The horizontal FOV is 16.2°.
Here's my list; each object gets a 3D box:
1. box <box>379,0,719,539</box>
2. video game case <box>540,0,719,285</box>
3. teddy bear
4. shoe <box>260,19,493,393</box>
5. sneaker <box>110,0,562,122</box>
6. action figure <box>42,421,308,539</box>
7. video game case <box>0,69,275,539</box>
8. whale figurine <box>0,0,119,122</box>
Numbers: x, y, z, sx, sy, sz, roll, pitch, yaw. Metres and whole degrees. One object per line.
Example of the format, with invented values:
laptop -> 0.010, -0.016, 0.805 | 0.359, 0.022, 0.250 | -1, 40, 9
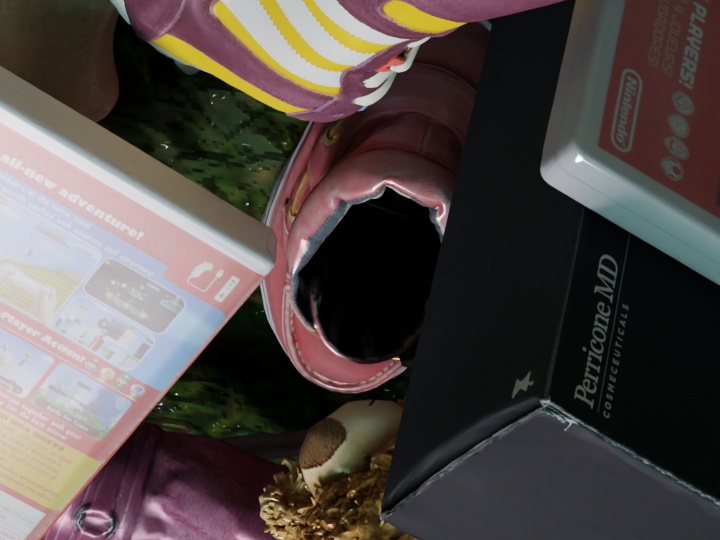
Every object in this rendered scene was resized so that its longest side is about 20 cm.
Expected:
box -> 0.098, 0.001, 0.679 | 0.141, 0.201, 0.079 | 31, 140, -20
video game case -> 0.142, -0.035, 0.666 | 0.199, 0.144, 0.017 | 29, 142, -19
teddy bear -> 0.036, 0.051, 0.794 | 0.144, 0.199, 0.067 | -12, 103, 48
shoe -> 0.000, 0.000, 0.800 | 0.071, 0.091, 0.201 | 16, 143, -2
sneaker -> 0.006, -0.084, 0.679 | 0.199, 0.075, 0.090 | 13, 145, 44
action figure -> -0.082, 0.071, 0.892 | 0.199, 0.149, 0.134 | 24, 128, -7
video game case -> -0.138, 0.024, 0.752 | 0.142, 0.018, 0.200 | 31, 122, -19
whale figurine -> -0.168, -0.090, 0.757 | 0.198, 0.104, 0.160 | -1, 133, -18
